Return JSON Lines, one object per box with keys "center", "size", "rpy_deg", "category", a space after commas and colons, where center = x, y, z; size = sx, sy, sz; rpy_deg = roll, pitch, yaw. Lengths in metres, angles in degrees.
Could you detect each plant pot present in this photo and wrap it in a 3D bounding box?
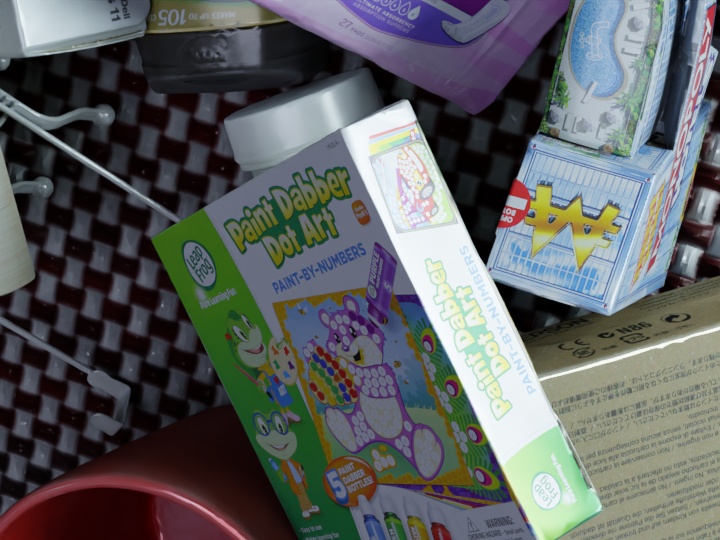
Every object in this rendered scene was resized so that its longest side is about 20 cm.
{"center": [-0.091, 0.170, 0.967], "size": [0.200, 0.177, 0.201], "rpy_deg": [6, 109, 17], "category": "plant pot"}

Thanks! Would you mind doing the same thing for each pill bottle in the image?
{"center": [0.000, 0.000, 0.920], "size": [0.111, 0.111, 0.200], "rpy_deg": [-15, 101, 22], "category": "pill bottle"}

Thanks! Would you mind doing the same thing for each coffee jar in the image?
{"center": [-0.075, -0.192, 0.900], "size": [0.104, 0.085, 0.200], "rpy_deg": [-2, 106, 18], "category": "coffee jar"}

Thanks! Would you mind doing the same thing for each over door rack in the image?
{"center": [-0.172, -0.018, 0.998], "size": [0.200, 0.067, 0.148], "rpy_deg": [39, 122, -11], "category": "over door rack"}

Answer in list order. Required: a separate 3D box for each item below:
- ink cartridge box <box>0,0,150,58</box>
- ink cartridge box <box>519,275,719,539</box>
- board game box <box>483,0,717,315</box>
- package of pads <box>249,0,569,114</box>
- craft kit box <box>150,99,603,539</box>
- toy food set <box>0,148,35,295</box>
{"center": [-0.212, -0.186, 0.910], "size": [0.200, 0.083, 0.147], "rpy_deg": [4, 109, 44], "category": "ink cartridge box"}
{"center": [0.160, 0.098, 0.859], "size": [0.200, 0.075, 0.165], "rpy_deg": [-14, 105, -21], "category": "ink cartridge box"}
{"center": [0.121, -0.063, 0.811], "size": [0.062, 0.200, 0.200], "rpy_deg": [17, 112, 14], "category": "board game box"}
{"center": [0.012, -0.168, 0.830], "size": [0.200, 0.076, 0.121], "rpy_deg": [22, 120, -34], "category": "package of pads"}
{"center": [-0.001, 0.042, 0.810], "size": [0.200, 0.048, 0.198], "rpy_deg": [-24, 90, 57], "category": "craft kit box"}
{"center": [-0.253, -0.056, 0.901], "size": [0.200, 0.060, 0.144], "rpy_deg": [-1, 107, 46], "category": "toy food set"}
